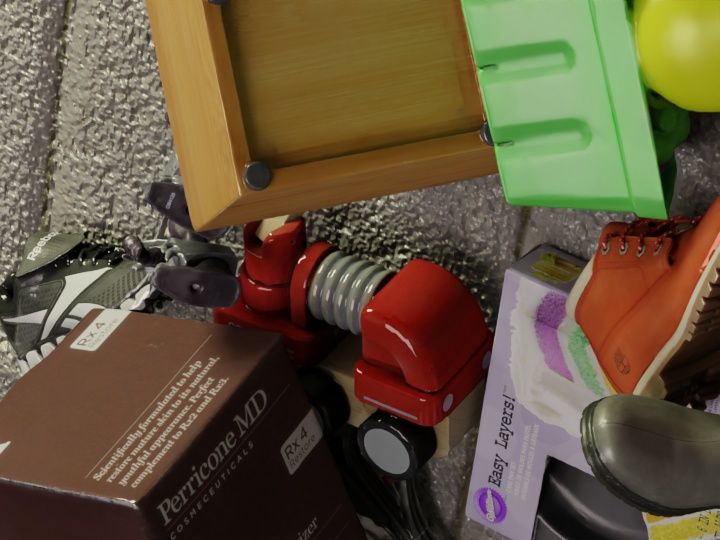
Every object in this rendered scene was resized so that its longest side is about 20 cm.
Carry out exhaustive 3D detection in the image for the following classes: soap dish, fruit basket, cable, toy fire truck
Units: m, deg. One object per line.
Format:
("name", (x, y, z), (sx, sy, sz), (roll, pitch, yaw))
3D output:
("soap dish", (-0.013, -0.118, 1.626), (0.081, 0.199, 0.158), (174, 84, -72))
("fruit basket", (0.161, -0.137, 1.541), (0.215, 0.156, 0.216), (2, 108, 7))
("cable", (0.032, 0.154, 1.865), (0.200, 0.050, 0.097), (50, 138, -9))
("toy fire truck", (0.000, 0.000, 1.762), (0.176, 0.129, 0.200), (21, 134, 27))

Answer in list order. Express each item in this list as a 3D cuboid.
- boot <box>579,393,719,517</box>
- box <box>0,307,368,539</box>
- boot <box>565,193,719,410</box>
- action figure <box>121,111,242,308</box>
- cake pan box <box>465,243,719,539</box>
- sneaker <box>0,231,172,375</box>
("boot", (0.228, 0.089, 1.541), (0.131, 0.200, 0.068), (-36, 46, 43))
("box", (-0.121, 0.156, 1.766), (0.164, 0.166, 0.200), (8, 133, 37))
("boot", (0.177, -0.004, 1.580), (0.107, 0.075, 0.200), (55, 141, 24))
("action figure", (-0.108, -0.047, 1.775), (0.069, 0.200, 0.130), (10, 107, -8))
("cake pan box", (0.161, 0.105, 1.726), (0.184, 0.052, 0.200), (27, 126, 26))
("sneaker", (-0.190, 0.008, 1.930), (0.200, 0.066, 0.091), (-30, 96, 45))
